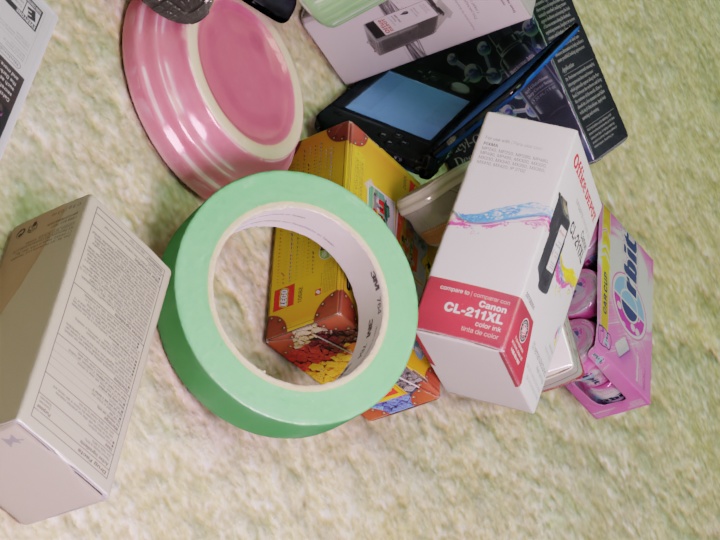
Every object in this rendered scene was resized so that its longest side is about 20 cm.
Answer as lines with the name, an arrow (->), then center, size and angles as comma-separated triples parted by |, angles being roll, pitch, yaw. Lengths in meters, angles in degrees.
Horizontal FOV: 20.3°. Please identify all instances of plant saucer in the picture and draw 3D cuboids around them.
plant saucer -> -0.110, -0.152, 1.629 | 0.200, 0.051, 0.201 | 34, 45, -43

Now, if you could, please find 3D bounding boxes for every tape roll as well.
tape roll -> -0.055, 0.025, 1.524 | 0.200, 0.048, 0.201 | 8, 71, -23

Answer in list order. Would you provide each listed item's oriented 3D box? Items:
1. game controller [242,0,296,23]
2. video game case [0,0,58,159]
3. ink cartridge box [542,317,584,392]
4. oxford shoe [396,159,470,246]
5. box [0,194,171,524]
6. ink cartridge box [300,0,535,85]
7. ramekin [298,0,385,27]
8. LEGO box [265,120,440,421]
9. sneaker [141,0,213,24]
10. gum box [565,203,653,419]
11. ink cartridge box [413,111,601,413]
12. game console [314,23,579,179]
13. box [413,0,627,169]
game controller -> -0.115, -0.293, 1.675 | 0.200, 0.042, 0.104 | 64, 11, 26
video game case -> -0.300, -0.182, 1.374 | 0.200, 0.023, 0.182 | 49, 36, -33
ink cartridge box -> 0.143, 0.037, 1.821 | 0.200, 0.083, 0.147 | 28, 46, -80
oxford shoe -> 0.098, -0.067, 1.735 | 0.058, 0.075, 0.200 | 60, 35, -2
box -> -0.200, 0.058, 1.334 | 0.095, 0.078, 0.200 | 48, 37, -32
ink cartridge box -> 0.062, -0.268, 1.826 | 0.083, 0.200, 0.147 | 54, 34, -31
ramekin -> -0.034, -0.303, 1.694 | 0.200, 0.098, 0.200 | 56, 10, -15
LEGO box -> 0.000, 0.000, 1.687 | 0.149, 0.077, 0.200 | 40, 41, -41
sneaker -> -0.163, -0.283, 1.588 | 0.200, 0.077, 0.089 | 62, 13, 9
gum box -> 0.245, 0.045, 2.061 | 0.113, 0.066, 0.200 | 44, 39, -38
ink cartridge box -> 0.122, -0.007, 1.634 | 0.146, 0.083, 0.200 | 58, 49, -62
game console -> 0.079, -0.173, 1.795 | 0.200, 0.171, 0.118 | -46, 155, -59
box -> 0.146, -0.184, 1.959 | 0.107, 0.148, 0.200 | -33, 101, -59
